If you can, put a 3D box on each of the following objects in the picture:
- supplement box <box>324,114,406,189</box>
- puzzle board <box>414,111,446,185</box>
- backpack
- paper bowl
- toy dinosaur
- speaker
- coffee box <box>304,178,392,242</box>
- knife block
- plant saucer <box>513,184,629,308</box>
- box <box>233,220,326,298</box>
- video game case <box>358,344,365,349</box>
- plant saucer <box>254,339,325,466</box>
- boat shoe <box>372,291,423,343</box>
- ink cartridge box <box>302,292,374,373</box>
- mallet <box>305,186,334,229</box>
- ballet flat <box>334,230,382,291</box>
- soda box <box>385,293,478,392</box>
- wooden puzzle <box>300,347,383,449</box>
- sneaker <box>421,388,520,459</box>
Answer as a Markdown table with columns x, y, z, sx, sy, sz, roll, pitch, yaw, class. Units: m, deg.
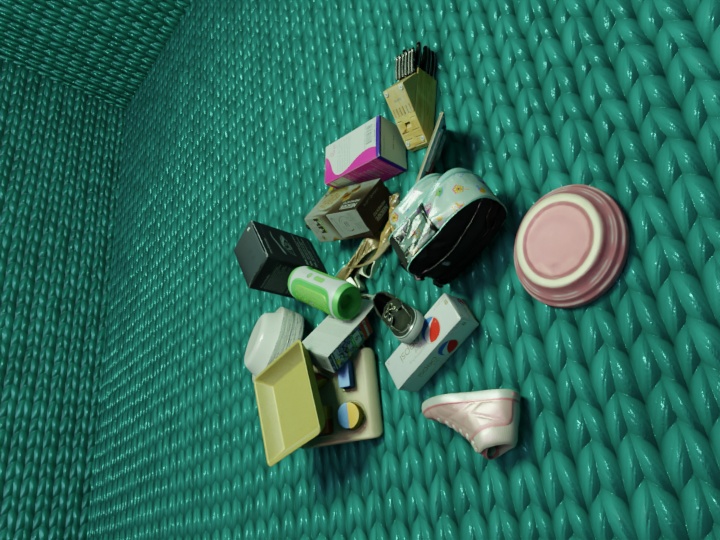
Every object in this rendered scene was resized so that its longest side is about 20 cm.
| x | y | z | sx | sy | sz | roll | pitch | yaw | class |
| --- | --- | --- | --- | --- | --- | --- | --- | --- | --- |
| 0.010 | -0.269 | 1.293 | 0.197 | 0.101 | 0.105 | -16 | 67 | 45 | supplement box |
| 0.139 | -0.208 | 1.109 | 0.017 | 0.151 | 0.206 | 20 | 95 | 9 | puzzle board |
| 0.163 | -0.091 | 1.000 | 0.199 | 0.173 | 0.156 | -42 | 54 | 27 | backpack |
| -0.227 | 0.192 | 1.376 | 0.203 | 0.102 | 0.204 | -56 | 21 | 34 | paper bowl |
| 0.062 | -0.068 | 1.174 | 0.104 | 0.061 | 0.205 | 12 | 67 | 34 | toy dinosaur |
| -0.085 | 0.049 | 1.235 | 0.197 | 0.087 | 0.091 | 19 | 92 | 48 | speaker |
| -0.026 | -0.138 | 1.274 | 0.197 | 0.080 | 0.115 | -2 | 42 | 49 | coffee box |
| 0.137 | -0.402 | 1.229 | 0.063 | 0.175 | 0.204 | -7 | 117 | 48 | knife block |
| 0.331 | -0.044 | 0.882 | 0.197 | 0.050 | 0.208 | -19 | 65 | 45 | plant saucer |
| -0.208 | -0.023 | 1.395 | 0.105 | 0.196 | 0.149 | -53 | 45 | 22 | box |
| -0.080 | 0.223 | 1.252 | 0.201 | 0.017 | 0.143 | -48 | 45 | 0 | video game case |
| -0.147 | 0.286 | 1.161 | 0.199 | 0.047 | 0.205 | -41 | 53 | 35 | plant saucer |
| 0.069 | 0.090 | 1.087 | 0.070 | 0.056 | 0.200 | -59 | 16 | 2 | boat shoe |
| -0.035 | 0.133 | 1.211 | 0.107 | 0.051 | 0.200 | 8 | 42 | 46 | ink cartridge box |
| -0.098 | -0.199 | 1.452 | 0.200 | 0.040 | 0.067 | -46 | 48 | 35 | mallet |
| 0.000 | 0.000 | 1.257 | 0.201 | 0.067 | 0.073 | -51 | 55 | 19 | ballet flat |
| 0.136 | 0.143 | 1.044 | 0.202 | 0.062 | 0.069 | -54 | 44 | 25 | soda box |
| -0.057 | 0.275 | 1.168 | 0.193 | 0.046 | 0.192 | -13 | 69 | 15 | wooden puzzle |
| 0.186 | 0.270 | 0.933 | 0.197 | 0.074 | 0.108 | -19 | 59 | 41 | sneaker |
